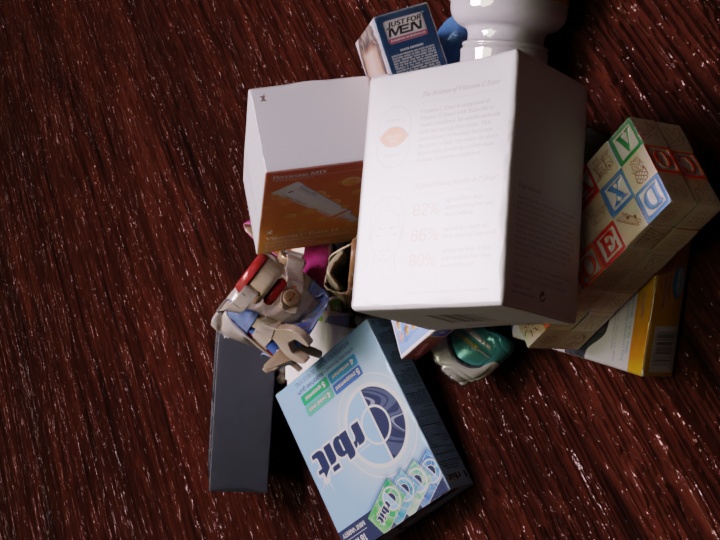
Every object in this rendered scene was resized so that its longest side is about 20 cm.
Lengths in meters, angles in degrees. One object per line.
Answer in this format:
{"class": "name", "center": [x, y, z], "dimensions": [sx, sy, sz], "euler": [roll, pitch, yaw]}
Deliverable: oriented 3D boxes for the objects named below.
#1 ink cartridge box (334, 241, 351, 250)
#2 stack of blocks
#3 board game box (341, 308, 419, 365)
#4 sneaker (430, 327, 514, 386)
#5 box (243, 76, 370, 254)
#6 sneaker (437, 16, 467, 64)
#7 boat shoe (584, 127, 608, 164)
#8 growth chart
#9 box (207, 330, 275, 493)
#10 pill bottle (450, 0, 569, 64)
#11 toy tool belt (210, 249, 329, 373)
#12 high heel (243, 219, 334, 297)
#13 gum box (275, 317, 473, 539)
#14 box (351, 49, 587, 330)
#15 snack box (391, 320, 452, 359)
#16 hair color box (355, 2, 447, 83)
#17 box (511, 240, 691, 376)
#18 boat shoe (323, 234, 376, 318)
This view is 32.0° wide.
{"class": "ink cartridge box", "center": [-0.014, -0.103, 1.469], "dimensions": [0.100, 0.039, 0.200], "euler": [-58, 41, 39]}
{"class": "stack of blocks", "center": [0.194, -0.037, 1.041], "dimensions": [0.200, 0.058, 0.115], "euler": [-52, 45, 42]}
{"class": "board game box", "center": [-0.002, 0.104, 1.434], "dimensions": [0.200, 0.035, 0.136], "euler": [-62, 40, 34]}
{"class": "sneaker", "center": [0.102, 0.023, 1.261], "dimensions": [0.080, 0.077, 0.200], "euler": [-32, 52, 19]}
{"class": "box", "center": [-0.053, -0.106, 1.319], "dimensions": [0.200, 0.124, 0.098], "euler": [105, 154, -66]}
{"class": "sneaker", "center": [0.064, -0.174, 1.315], "dimensions": [0.066, 0.078, 0.200], "euler": [48, 126, 50]}
{"class": "boat shoe", "center": [0.160, -0.140, 1.181], "dimensions": [0.057, 0.067, 0.200], "euler": [-53, 46, 9]}
{"class": "growth chart", "center": [-0.051, 0.087, 1.464], "dimensions": [0.200, 0.018, 0.145], "euler": [18, 102, 57]}
{"class": "box", "center": [-0.150, 0.168, 1.584], "dimensions": [0.141, 0.079, 0.200], "euler": [-158, 72, -85]}
{"class": "pill bottle", "center": [0.142, -0.280, 1.166], "dimensions": [0.111, 0.111, 0.200], "euler": [10, 96, 58]}
{"class": "toy tool belt", "center": [-0.077, 0.046, 1.325], "dimensions": [0.125, 0.123, 0.200], "euler": [-53, 3, -13]}
{"class": "high heel", "center": [-0.082, -0.020, 1.451], "dimensions": [0.200, 0.096, 0.067], "euler": [-106, 11, -58]}
{"class": "gum box", "center": [0.010, 0.178, 1.339], "dimensions": [0.170, 0.045, 0.200], "euler": [-42, 65, 36]}
{"class": "box", "center": [0.089, -0.059, 1.016], "dimensions": [0.152, 0.106, 0.200], "euler": [-3, 77, 41]}
{"class": "snack box", "center": [0.085, 0.007, 1.135], "dimensions": [0.200, 0.024, 0.072], "euler": [-45, 52, 49]}
{"class": "hair color box", "center": [0.060, -0.150, 1.236], "dimensions": [0.100, 0.060, 0.200], "euler": [156, 97, -78]}
{"class": "box", "center": [0.202, 0.016, 1.116], "dimensions": [0.200, 0.041, 0.119], "euler": [17, 102, 59]}
{"class": "boat shoe", "center": [0.000, 0.000, 1.299], "dimensions": [0.200, 0.074, 0.076], "euler": [129, 146, -70]}
